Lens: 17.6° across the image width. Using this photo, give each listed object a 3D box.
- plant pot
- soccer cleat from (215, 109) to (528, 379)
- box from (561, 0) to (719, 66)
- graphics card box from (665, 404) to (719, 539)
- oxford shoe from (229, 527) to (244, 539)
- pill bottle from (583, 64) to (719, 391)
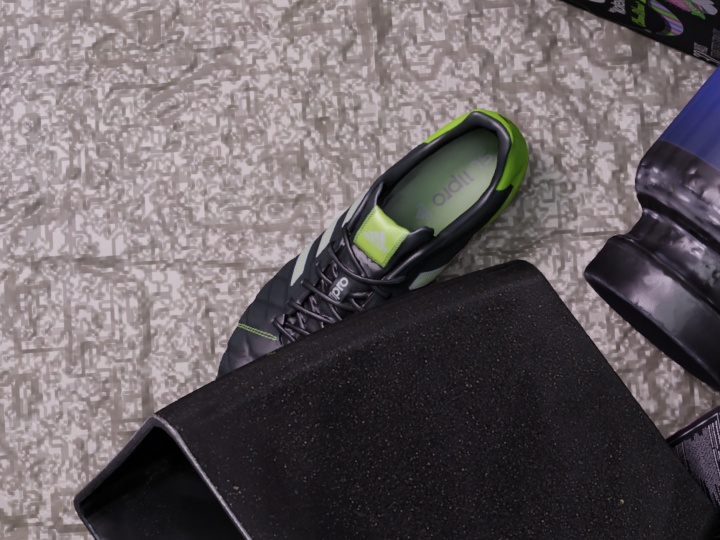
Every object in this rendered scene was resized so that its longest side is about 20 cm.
[{"bbox_3d":[0.022,0.109,0.956,0.177,0.200,0.200,-36,87,-23],"label":"plant pot"},{"bbox_3d":[0.000,0.000,1.083,0.067,0.081,0.200,42,88,10],"label":"soccer cleat"},{"bbox_3d":[0.103,-0.196,1.065,0.200,0.149,0.125,24,87,9],"label":"box"},{"bbox_3d":[0.195,0.077,0.981,0.125,0.200,0.051,-13,78,-7],"label":"graphics card box"},{"bbox_3d":[-0.035,0.124,1.065,0.200,0.071,0.071,-44,112,3],"label":"oxford shoe"},{"bbox_3d":[0.196,-0.047,1.052,0.112,0.112,0.200,39,87,10],"label":"pill bottle"}]
